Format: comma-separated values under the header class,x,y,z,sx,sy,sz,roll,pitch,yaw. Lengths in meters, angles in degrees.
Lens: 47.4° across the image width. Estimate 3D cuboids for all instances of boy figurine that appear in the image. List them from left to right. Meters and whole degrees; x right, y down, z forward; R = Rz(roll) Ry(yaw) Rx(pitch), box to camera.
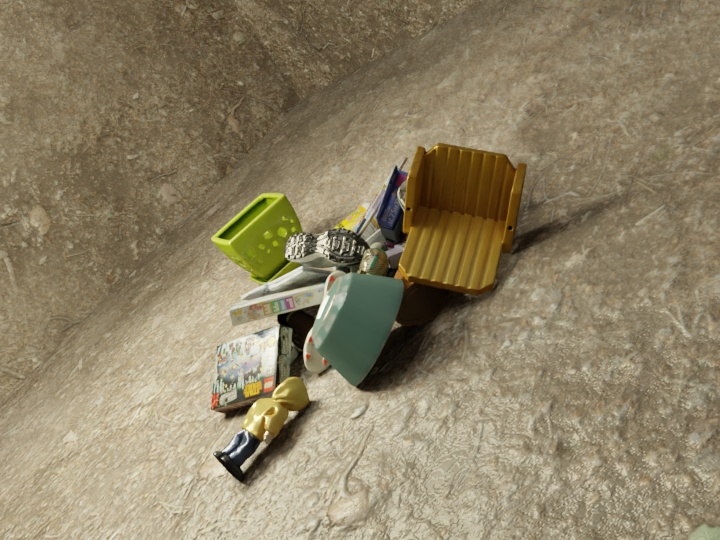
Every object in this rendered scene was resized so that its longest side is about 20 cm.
class,x,y,z,sx,sy,sz,roll,pitch,yaw
boy figurine,-0.172,0.272,1.450,0.200,0.065,0.124,-46,21,-23

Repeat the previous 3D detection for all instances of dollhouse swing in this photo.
class,x,y,z,sx,sy,sz,roll,pitch,yaw
dollhouse swing,0.166,-0.090,1.413,0.197,0.184,0.176,12,36,13

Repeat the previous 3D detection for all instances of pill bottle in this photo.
class,x,y,z,sx,sy,sz,roll,pitch,yaw
pill bottle,0.004,-0.082,1.857,0.199,0.105,0.104,-39,20,-4

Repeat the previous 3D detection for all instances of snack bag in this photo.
class,x,y,z,sx,sy,sz,roll,pitch,yaw
snack bag,-0.139,0.041,1.795,0.198,0.022,0.187,-24,-19,31

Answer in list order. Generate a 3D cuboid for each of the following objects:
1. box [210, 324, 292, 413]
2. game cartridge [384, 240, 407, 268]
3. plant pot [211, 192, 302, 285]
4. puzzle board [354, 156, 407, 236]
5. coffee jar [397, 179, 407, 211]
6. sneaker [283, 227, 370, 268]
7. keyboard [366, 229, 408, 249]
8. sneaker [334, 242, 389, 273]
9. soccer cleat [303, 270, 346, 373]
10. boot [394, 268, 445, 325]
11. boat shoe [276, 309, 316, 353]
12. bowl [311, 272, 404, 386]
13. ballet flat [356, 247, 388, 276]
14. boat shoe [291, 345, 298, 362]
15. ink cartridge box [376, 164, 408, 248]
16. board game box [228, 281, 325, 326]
class,x,y,z,sx,sy,sz,roll,pitch,yaw
box,-0.218,0.198,1.630,0.198,0.040,0.139,-21,58,39
game cartridge,0.138,-0.054,1.560,0.197,0.039,0.130,-21,10,-4
plant pot,-0.246,-0.071,2.145,0.199,0.182,0.199,-43,21,-14
puzzle board,0.028,-0.135,1.718,0.201,0.017,0.151,-61,4,-37
coffee jar,0.136,-0.123,1.629,0.104,0.086,0.200,-33,-18,0
sneaker,-0.060,-0.040,1.682,0.198,0.079,0.075,2,71,34
keyboard,0.057,-0.068,1.807,0.199,0.057,0.011,-39,6,-3
sneaker,0.000,0.000,1.717,0.076,0.081,0.201,-17,29,42
soccer cleat,-0.058,0.101,1.575,0.078,0.068,0.203,86,-160,-78
boot,0.094,0.029,1.501,0.200,0.077,0.154,-45,23,-26
boat shoe,-0.125,0.117,1.686,0.075,0.075,0.202,-44,21,-17
bowl,-0.016,0.085,1.412,0.203,0.104,0.201,-63,8,16
ballet flat,0.010,0.034,1.544,0.201,0.067,0.076,102,-166,-59
boat shoe,-0.199,0.165,1.718,0.074,0.068,0.198,-45,21,-20
ink cartridge box,0.079,-0.127,1.701,0.200,0.041,0.121,56,-126,-70
board game box,-0.164,0.066,1.681,0.197,0.035,0.134,-14,3,-1
